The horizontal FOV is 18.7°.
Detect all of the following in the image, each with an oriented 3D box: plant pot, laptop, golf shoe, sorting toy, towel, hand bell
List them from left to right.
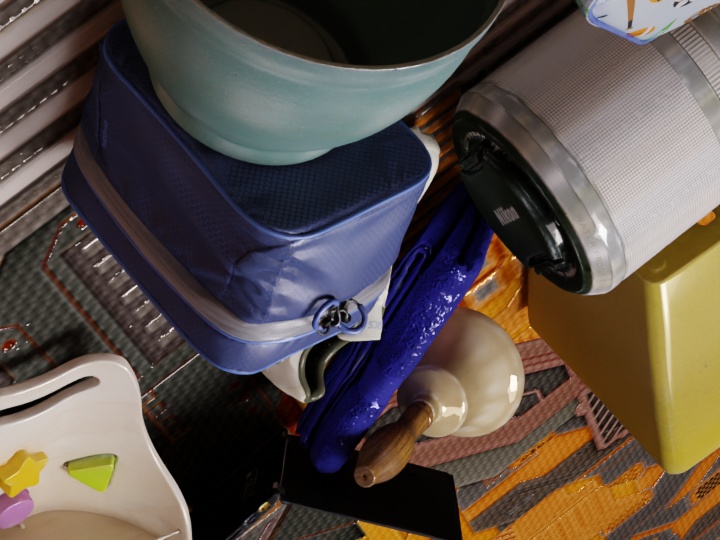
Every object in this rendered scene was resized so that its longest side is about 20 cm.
[{"bbox_3d":[-0.209,0.137,1.408,0.199,0.107,0.181,-20,140,-33],"label":"sorting toy"},{"bbox_3d":[-0.038,-0.139,1.108,0.199,0.201,0.135,-20,155,-32],"label":"plant pot"},{"bbox_3d":[-0.041,0.193,1.576,0.200,0.116,0.187,-42,-174,6],"label":"laptop"},{"bbox_3d":[0.000,0.000,1.451,0.078,0.097,0.200,10,124,-53],"label":"golf shoe"},{"bbox_3d":[0.024,0.032,1.534,0.201,0.049,0.148,-56,-174,28],"label":"towel"},{"bbox_3d":[0.038,0.106,1.567,0.104,0.104,0.200,-55,172,28],"label":"hand bell"},{"bbox_3d":[0.244,-0.010,1.644,0.199,0.200,0.177,-33,141,-11],"label":"plant pot"}]

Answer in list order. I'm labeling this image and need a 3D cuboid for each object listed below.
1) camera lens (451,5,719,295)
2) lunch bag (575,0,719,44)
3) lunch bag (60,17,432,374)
[{"bbox_3d":[0.172,-0.095,1.444,0.199,0.160,0.160,-37,152,-11],"label":"camera lens"},{"bbox_3d":[0.199,-0.211,1.209,0.199,0.076,0.160,-37,162,18],"label":"lunch bag"},{"bbox_3d":[-0.062,-0.042,1.204,0.135,0.200,0.133,-23,152,-37],"label":"lunch bag"}]
